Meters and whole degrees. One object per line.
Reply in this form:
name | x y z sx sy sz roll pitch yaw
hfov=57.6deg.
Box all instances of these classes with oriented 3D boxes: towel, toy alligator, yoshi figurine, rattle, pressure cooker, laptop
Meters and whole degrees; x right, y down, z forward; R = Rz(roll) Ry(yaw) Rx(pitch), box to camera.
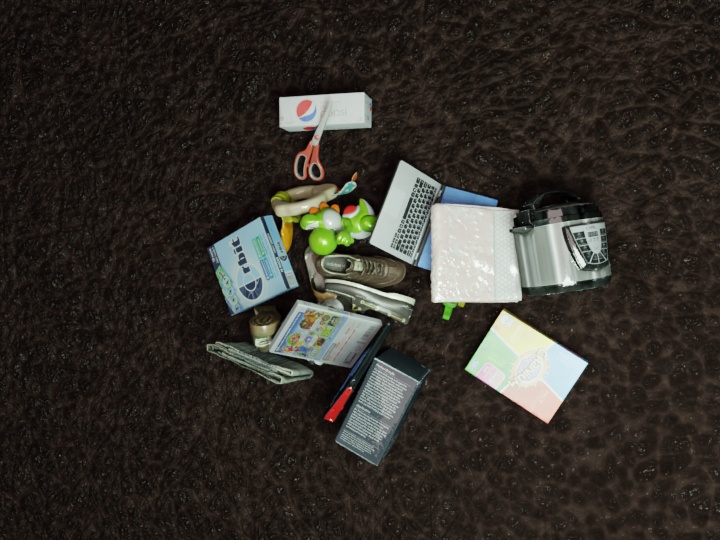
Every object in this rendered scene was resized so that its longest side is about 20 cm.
towel | 0.236 -0.033 1.335 0.190 0.032 0.201 1 85 -7
toy alligator | 0.209 0.011 1.386 0.059 0.054 0.200 20 97 14
towel | -0.214 0.194 1.436 0.192 0.200 0.035 22 91 15
yoshi figurine | -0.029 -0.077 1.396 0.199 0.112 0.113 0 133 -9
rattle | -0.090 -0.127 1.462 0.200 0.130 0.143 -14 99 -11
pressure cooker | 0.385 -0.057 1.273 0.178 0.176 0.201 -9 88 17
laptop | 0.151 -0.102 1.348 0.116 0.200 0.188 11 78 55

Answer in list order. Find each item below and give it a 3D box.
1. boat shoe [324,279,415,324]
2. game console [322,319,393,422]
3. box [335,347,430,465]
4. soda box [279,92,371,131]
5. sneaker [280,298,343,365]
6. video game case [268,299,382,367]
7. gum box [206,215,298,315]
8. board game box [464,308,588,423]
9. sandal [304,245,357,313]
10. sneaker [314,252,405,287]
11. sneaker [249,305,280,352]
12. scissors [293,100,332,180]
boat shoe | 0.015 0.066 1.411 0.201 0.072 0.061 14 85 -3
game console | -0.006 0.210 1.359 0.031 0.200 0.177 31 140 5
box | 0.050 0.283 1.390 0.107 0.148 0.200 28 98 13
soda box | -0.078 -0.350 1.453 0.199 0.064 0.068 1 92 16
sneaker | -0.085 0.143 1.439 0.199 0.079 0.130 -23 101 40
video game case | -0.073 0.136 1.371 0.143 0.200 0.018 -56 33 30
gum box | -0.248 -0.009 1.484 0.200 0.045 0.170 -24 85 37
board game box | 0.343 0.196 1.361 0.200 0.040 0.153 32 100 13
sandal | -0.075 0.031 1.466 0.082 0.055 0.200 -22 86 15
sneaker | 0.000 0.000 1.413 0.199 0.076 0.071 4 89 -2
sneaker | -0.207 0.139 1.442 0.067 0.200 0.090 -3 100 -7
scissors | -0.106 -0.285 1.443 0.073 0.014 0.200 18 126 10
